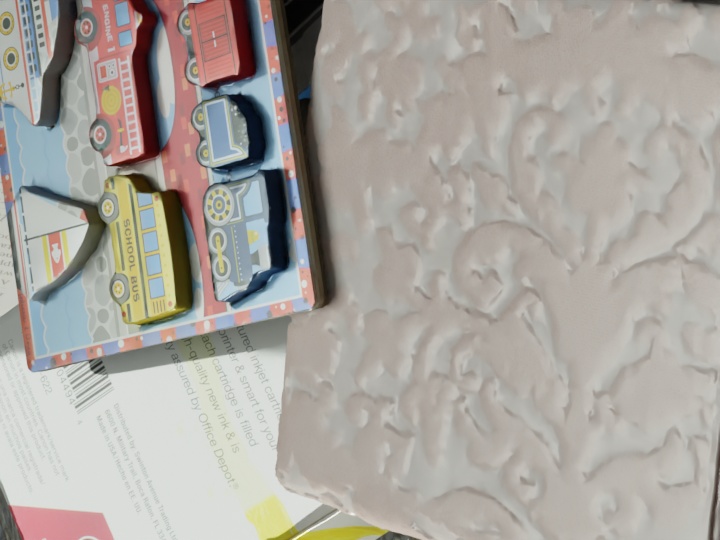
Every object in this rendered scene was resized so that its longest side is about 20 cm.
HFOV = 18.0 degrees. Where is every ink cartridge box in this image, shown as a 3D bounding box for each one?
[{"bbox_3d":[-0.045,0.048,0.897,0.200,0.083,0.145,-33,70,25],"label":"ink cartridge box"}]

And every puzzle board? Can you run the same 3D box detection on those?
[{"bbox_3d":[-0.087,-0.072,0.837,0.151,0.017,0.200,-13,82,38],"label":"puzzle board"}]

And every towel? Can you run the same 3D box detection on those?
[{"bbox_3d":[0.052,0.003,0.742,0.200,0.032,0.191,13,100,46],"label":"towel"}]

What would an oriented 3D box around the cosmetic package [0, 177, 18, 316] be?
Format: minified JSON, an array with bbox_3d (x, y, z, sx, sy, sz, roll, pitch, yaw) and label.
[{"bbox_3d":[-0.238,-0.077,1.187,0.200,0.165,0.165,127,151,-51],"label":"cosmetic package"}]

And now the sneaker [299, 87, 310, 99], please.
[{"bbox_3d":[-0.043,-0.121,1.033,0.082,0.074,0.200,-52,-15,-63],"label":"sneaker"}]

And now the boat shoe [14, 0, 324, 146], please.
[{"bbox_3d":[-0.056,-0.087,0.865,0.200,0.070,0.066,-34,101,31],"label":"boat shoe"}]
